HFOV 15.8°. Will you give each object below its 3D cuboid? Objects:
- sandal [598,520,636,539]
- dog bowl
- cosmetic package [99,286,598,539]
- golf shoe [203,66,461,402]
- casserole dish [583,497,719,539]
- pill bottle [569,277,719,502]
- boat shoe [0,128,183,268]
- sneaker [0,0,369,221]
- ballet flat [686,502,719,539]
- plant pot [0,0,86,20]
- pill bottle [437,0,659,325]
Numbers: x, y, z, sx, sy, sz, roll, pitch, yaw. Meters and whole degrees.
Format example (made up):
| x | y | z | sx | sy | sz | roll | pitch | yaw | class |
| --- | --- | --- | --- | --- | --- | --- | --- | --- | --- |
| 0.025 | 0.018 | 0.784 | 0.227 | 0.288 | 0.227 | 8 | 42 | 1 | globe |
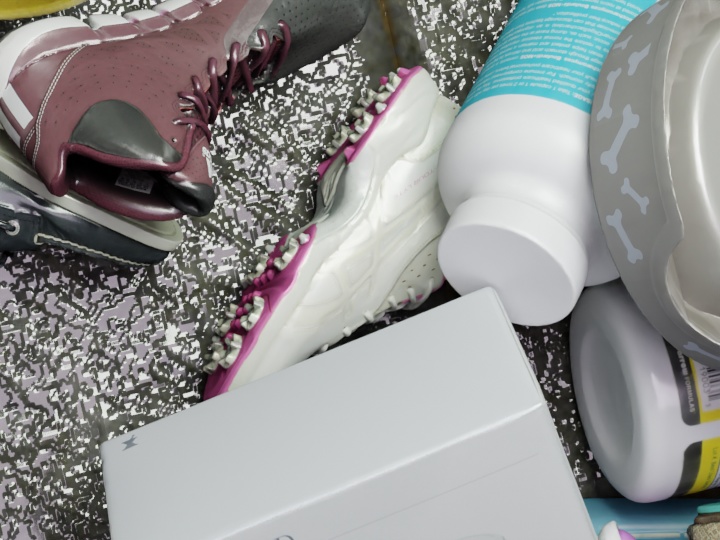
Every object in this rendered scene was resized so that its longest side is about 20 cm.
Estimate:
| x | y | z | sx | sy | sz | roll | pitch | yaw | class |
| --- | --- | --- | --- | --- | --- | --- | --- | --- | --- |
| 0.174 | 0.207 | 1.241 | 0.050 | 0.082 | 0.203 | -26 | 71 | 1 | sandal |
| 0.182 | -0.044 | 1.188 | 0.199 | 0.058 | 0.201 | 13 | 71 | -42 | dog bowl |
| 0.011 | 0.148 | 1.187 | 0.198 | 0.123 | 0.201 | -22 | 116 | 1 | cosmetic package |
| 0.000 | 0.000 | 1.267 | 0.091 | 0.075 | 0.201 | 35 | 82 | -14 | golf shoe |
| 0.156 | 0.178 | 1.319 | 0.199 | 0.039 | 0.122 | 1 | 88 | -13 | casserole dish |
| 0.214 | 0.042 | 1.297 | 0.199 | 0.112 | 0.113 | -11 | 92 | -14 | pill bottle |
| -0.183 | -0.035 | 1.226 | 0.199 | 0.075 | 0.066 | 22 | 107 | -21 | boat shoe |
| -0.070 | -0.075 | 1.219 | 0.199 | 0.076 | 0.116 | -18 | 52 | -18 | sneaker |
| 0.235 | 0.134 | 1.292 | 0.199 | 0.068 | 0.076 | -13 | 92 | -44 | ballet flat |
| -0.184 | -0.231 | 1.182 | 0.199 | 0.200 | 0.143 | 18 | 58 | -13 | plant pot |
| 0.106 | -0.070 | 1.239 | 0.111 | 0.111 | 0.200 | 37 | 55 | -10 | pill bottle |
